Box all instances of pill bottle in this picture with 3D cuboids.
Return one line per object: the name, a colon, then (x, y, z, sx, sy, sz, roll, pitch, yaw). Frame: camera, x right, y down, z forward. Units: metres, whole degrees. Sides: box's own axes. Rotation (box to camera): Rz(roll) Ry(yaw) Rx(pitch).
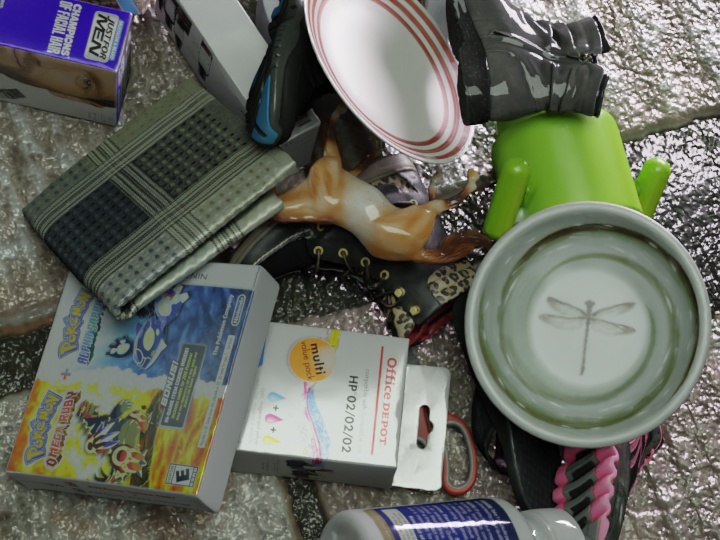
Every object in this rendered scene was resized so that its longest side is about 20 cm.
pill bottle: (0.076, 0.241, 1.420, 0.199, 0.120, 0.120, -2, 68, -26)

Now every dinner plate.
dinner plate: (0.021, -0.174, 1.520, 0.200, 0.024, 0.201, 31, 41, -31)

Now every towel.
towel: (-0.166, -0.062, 1.505, 0.200, 0.035, 0.192, -39, 44, -11)

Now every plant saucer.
plant saucer: (0.186, 0.046, 1.471, 0.199, 0.050, 0.201, -1, 81, 9)

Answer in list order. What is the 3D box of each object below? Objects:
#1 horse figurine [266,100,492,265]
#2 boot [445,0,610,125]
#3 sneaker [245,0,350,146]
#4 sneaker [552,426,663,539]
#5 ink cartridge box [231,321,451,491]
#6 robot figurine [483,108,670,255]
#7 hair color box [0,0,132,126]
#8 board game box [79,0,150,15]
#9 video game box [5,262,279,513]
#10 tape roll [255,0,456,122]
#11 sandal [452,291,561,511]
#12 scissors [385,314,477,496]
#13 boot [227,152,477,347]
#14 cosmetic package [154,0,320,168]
horse figurine: (0.015, -0.058, 1.502, 0.199, 0.050, 0.133, 30, 57, 7)
boot: (0.144, -0.210, 1.561, 0.131, 0.070, 0.201, -5, 64, -2)
sneaker: (-0.042, -0.174, 1.509, 0.082, 0.073, 0.201, 24, 46, -11)
sneaker: (0.220, 0.150, 1.516, 0.095, 0.079, 0.201, 24, 61, -28)
ink cartridge box: (-0.024, 0.112, 1.489, 0.199, 0.068, 0.116, 6, 68, -2)
robot figurine: (0.182, -0.064, 1.569, 0.175, 0.116, 0.201, -1, 67, -31)
hair color box: (-0.300, -0.194, 1.551, 0.199, 0.109, 0.065, 11, 68, -4)
board game box: (-0.279, -0.316, 1.538, 0.199, 0.160, 0.097, 12, 65, 24)
video game box: (-0.176, 0.086, 1.453, 0.181, 0.047, 0.201, 2, 65, 26)
tape roll: (0.005, -0.239, 1.638, 0.199, 0.066, 0.201, 3, 69, -8)
sandal: (0.119, 0.114, 1.518, 0.075, 0.048, 0.201, -18, 90, -51)
scissors: (0.056, 0.098, 1.543, 0.073, 0.014, 0.201, -5, 67, -2)
boot: (0.000, 0.000, 1.538, 0.199, 0.073, 0.151, -28, 70, -25)
cosmetic package: (-0.112, -0.181, 1.590, 0.051, 0.083, 0.200, -30, 75, -16)
